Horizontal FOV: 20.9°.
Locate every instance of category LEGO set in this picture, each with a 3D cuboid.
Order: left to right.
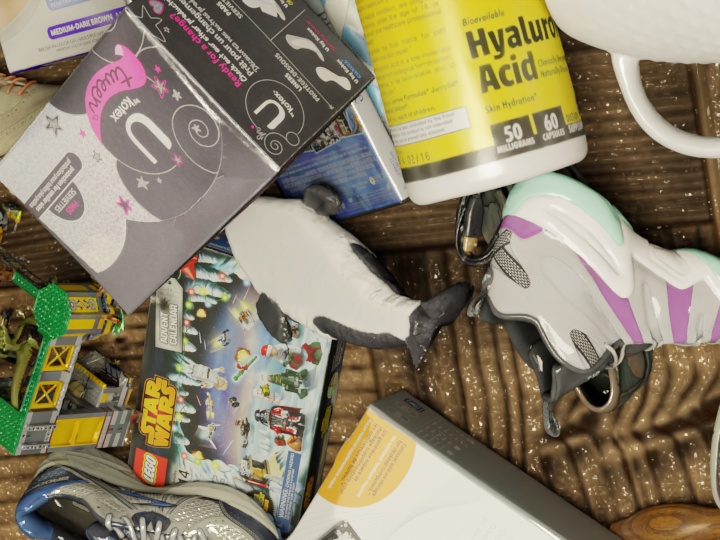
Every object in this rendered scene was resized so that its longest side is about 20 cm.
[{"bbox_3d":[-0.222,0.039,1.364,0.200,0.116,0.154,22,104,39],"label":"LEGO set"}]

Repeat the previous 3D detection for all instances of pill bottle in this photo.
[{"bbox_3d":[0.056,-0.147,1.138,0.111,0.111,0.201,-14,95,25],"label":"pill bottle"}]

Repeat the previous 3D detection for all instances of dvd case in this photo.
[{"bbox_3d":[-0.047,-0.123,1.246,0.143,0.018,0.200,-12,107,61],"label":"dvd case"}]

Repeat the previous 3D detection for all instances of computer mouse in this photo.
[{"bbox_3d":[0.076,-0.102,1.210,0.058,0.034,0.201,2,93,24],"label":"computer mouse"}]

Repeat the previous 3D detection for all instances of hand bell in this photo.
[{"bbox_3d":[0.250,0.161,1.254,0.200,0.104,0.104,-13,104,38],"label":"hand bell"}]

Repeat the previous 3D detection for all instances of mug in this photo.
[{"bbox_3d":[0.197,-0.163,1.102,0.175,0.148,0.201,-5,97,25],"label":"mug"}]

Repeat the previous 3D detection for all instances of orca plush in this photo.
[{"bbox_3d":[0.000,0.000,1.253,0.200,0.071,0.106,10,96,44],"label":"orca plush"}]

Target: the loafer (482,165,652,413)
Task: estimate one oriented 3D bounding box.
[{"bbox_3d":[0.125,-0.002,1.240,0.072,0.063,0.200,-26,98,27],"label":"loafer"}]

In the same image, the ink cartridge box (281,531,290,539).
[{"bbox_3d":[-0.094,0.266,1.435,0.196,0.043,0.201,15,112,15],"label":"ink cartridge box"}]

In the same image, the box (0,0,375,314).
[{"bbox_3d":[-0.113,-0.087,1.180,0.132,0.115,0.200,46,137,-5],"label":"box"}]

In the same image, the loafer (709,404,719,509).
[{"bbox_3d":[0.270,0.060,1.163,0.072,0.063,0.201,22,90,-27],"label":"loafer"}]

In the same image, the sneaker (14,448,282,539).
[{"bbox_3d":[-0.151,0.188,1.359,0.199,0.085,0.077,13,114,18],"label":"sneaker"}]

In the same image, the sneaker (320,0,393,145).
[{"bbox_3d":[0.004,-0.149,1.236,0.081,0.076,0.201,-1,110,42],"label":"sneaker"}]

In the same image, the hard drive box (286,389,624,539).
[{"bbox_3d":[0.059,0.200,1.298,0.200,0.077,0.156,33,104,13],"label":"hard drive box"}]

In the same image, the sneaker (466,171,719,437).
[{"bbox_3d":[0.156,0.043,1.190,0.200,0.078,0.140,27,79,-8],"label":"sneaker"}]

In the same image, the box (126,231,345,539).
[{"bbox_3d":[-0.085,0.077,1.363,0.137,0.040,0.201,17,114,16],"label":"box"}]

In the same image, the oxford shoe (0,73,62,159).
[{"bbox_3d":[-0.242,-0.107,1.341,0.200,0.071,0.074,-23,95,26],"label":"oxford shoe"}]

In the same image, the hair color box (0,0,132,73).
[{"bbox_3d":[-0.199,-0.239,1.270,0.109,0.065,0.201,-11,98,26],"label":"hair color box"}]
